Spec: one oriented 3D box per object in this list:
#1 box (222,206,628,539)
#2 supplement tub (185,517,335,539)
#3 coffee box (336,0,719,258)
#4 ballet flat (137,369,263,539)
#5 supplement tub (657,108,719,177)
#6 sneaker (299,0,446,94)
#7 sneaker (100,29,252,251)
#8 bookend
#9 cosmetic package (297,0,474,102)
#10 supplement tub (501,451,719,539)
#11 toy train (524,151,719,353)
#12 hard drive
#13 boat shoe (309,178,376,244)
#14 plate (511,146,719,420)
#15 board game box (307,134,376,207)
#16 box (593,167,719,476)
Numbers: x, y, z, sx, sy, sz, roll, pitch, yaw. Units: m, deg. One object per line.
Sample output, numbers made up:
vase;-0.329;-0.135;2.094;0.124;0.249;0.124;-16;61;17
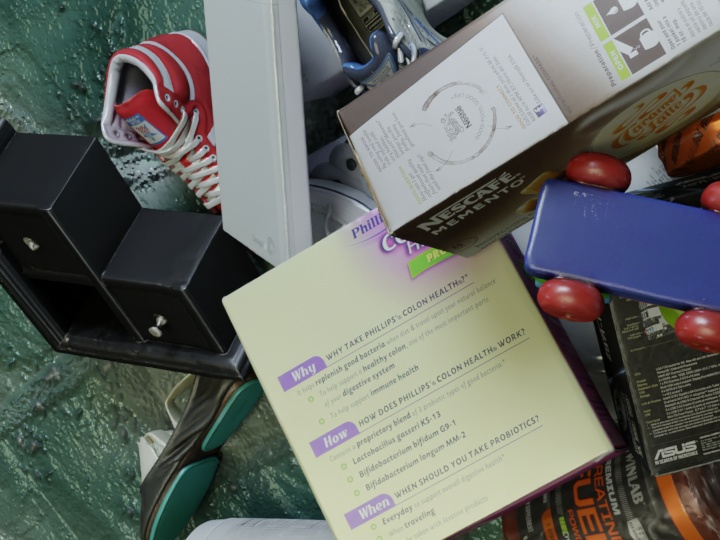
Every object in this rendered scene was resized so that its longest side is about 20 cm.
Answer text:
box;0.041;0.066;0.811;0.175;0.097;0.201;-31;76;11
supplement tub;-0.041;0.269;1.043;0.199;0.132;0.133;-6;101;29
coffee box;0.103;-0.093;0.686;0.199;0.114;0.080;-31;71;20
ballet flat;-0.149;0.147;1.112;0.068;0.068;0.201;40;109;25
supplement tub;0.197;-0.166;0.778;0.122;0.122;0.201;-25;79;32
sneaker;0.029;-0.128;0.842;0.200;0.085;0.077;47;121;6
sneaker;-0.129;-0.090;1.002;0.071;0.112;0.201;-29;89;32
bookend;-0.191;-0.016;1.012;0.199;0.092;0.199;7;144;27
cosmetic package;0.013;-0.211;0.915;0.200;0.074;0.102;-31;87;30
supplement tub;0.204;0.165;0.894;0.200;0.107;0.107;-31;88;31
toy train;0.188;0.008;0.678;0.199;0.116;0.085;13;79;9
hard drive;-0.074;-0.112;0.906;0.132;0.026;0.201;32;128;59
boat shoe;-0.001;0.004;0.922;0.202;0.086;0.075;37;118;16
plate;0.167;-0.024;0.864;0.200;0.032;0.200;-42;86;12
board game box;0.069;-0.031;0.950;0.198;0.043;0.201;-25;90;32
box;0.247;0.017;0.793;0.199;0.086;0.165;-15;97;2
